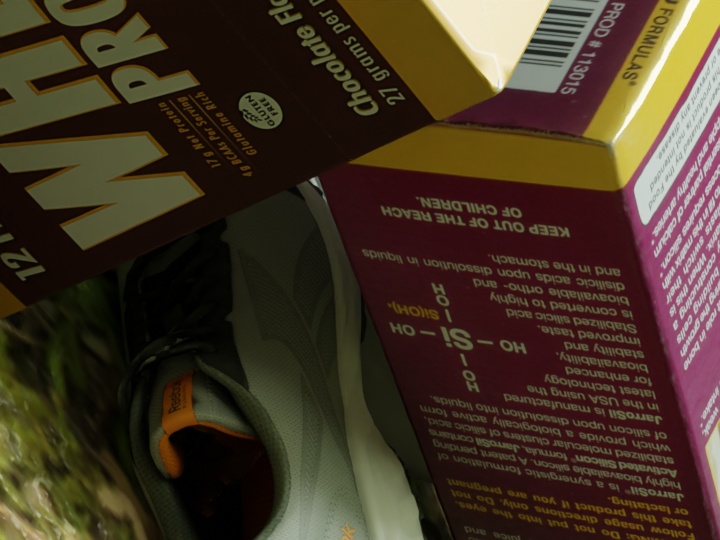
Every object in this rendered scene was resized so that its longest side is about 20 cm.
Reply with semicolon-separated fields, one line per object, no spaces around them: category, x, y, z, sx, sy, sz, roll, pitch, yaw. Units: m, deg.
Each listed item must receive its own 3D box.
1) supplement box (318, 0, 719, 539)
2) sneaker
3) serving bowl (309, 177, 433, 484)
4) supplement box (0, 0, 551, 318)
supplement box;0.075;-0.012;0.778;0.131;0.103;0.200;-58;143;-37
sneaker;-0.040;0.027;0.768;0.079;0.074;0.200;28;33;-48
serving bowl;0.000;0.000;0.930;0.200;0.066;0.200;50;19;-24
supplement box;-0.043;-0.119;0.697;0.133;0.200;0.197;50;43;-20
